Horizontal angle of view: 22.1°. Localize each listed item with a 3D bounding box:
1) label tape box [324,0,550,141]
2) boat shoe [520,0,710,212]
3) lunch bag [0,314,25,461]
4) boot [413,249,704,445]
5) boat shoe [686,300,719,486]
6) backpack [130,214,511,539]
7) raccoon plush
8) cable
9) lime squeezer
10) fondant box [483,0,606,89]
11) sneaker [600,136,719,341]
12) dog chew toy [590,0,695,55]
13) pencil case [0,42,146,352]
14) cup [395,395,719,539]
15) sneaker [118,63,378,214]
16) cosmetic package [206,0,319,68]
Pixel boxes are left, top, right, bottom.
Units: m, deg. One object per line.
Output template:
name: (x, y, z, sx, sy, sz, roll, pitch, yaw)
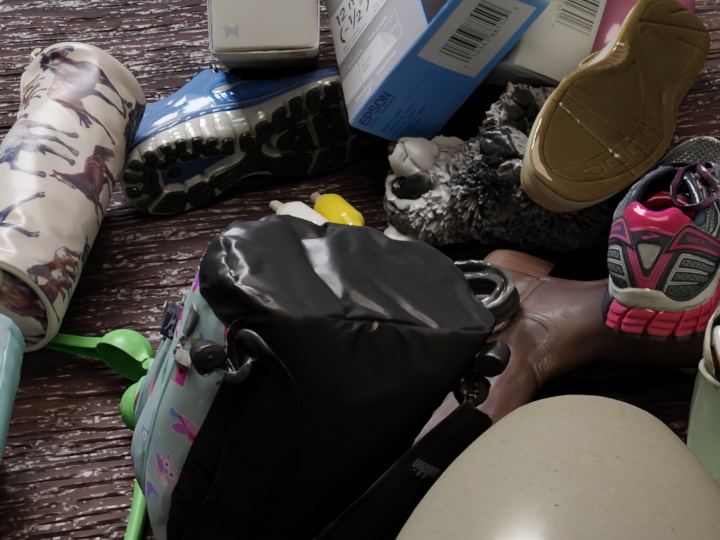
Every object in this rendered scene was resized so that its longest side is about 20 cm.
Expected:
label tape box: (0.038, -0.201, 1.190, 0.066, 0.143, 0.201, 14, 45, -31)
boat shoe: (0.146, -0.088, 1.091, 0.074, 0.066, 0.200, 41, 48, 3)
lunch bag: (-0.282, 0.098, 0.976, 0.199, 0.122, 0.171, -3, 41, 6)
boot: (0.101, 0.073, 1.037, 0.186, 0.064, 0.200, 10, 38, 31)
boat shoe: (0.209, 0.043, 0.964, 0.075, 0.201, 0.068, 32, 33, 31)
backpack: (-0.038, 0.070, 0.949, 0.166, 0.200, 0.127, 11, 38, -24)
raccoon plush: (0.101, -0.020, 1.155, 0.200, 0.134, 0.097, 48, 38, 4)
cable: (0.000, 0.000, 1.099, 0.097, 0.050, 0.200, -36, 32, -28)
lime squeezer: (-0.143, 0.073, 1.062, 0.070, 0.038, 0.200, -20, 46, -20)
fondant box: (0.089, -0.201, 1.227, 0.058, 0.145, 0.200, 17, 0, -31)
sneaker: (0.189, -0.033, 1.046, 0.080, 0.075, 0.200, 5, 27, 16)
dog chew toy: (0.164, -0.139, 1.238, 0.124, 0.125, 0.201, 3, 51, 4)
pencil case: (-0.197, -0.050, 1.125, 0.089, 0.078, 0.200, 24, 51, -9)
cup: (0.101, 0.144, 0.857, 0.199, 0.201, 0.144, 5, 42, 7)
sneaker: (-0.074, -0.108, 1.232, 0.199, 0.079, 0.089, -15, 46, -15)
cosmetic package: (-0.063, -0.190, 1.230, 0.071, 0.106, 0.200, -2, 5, -1)
